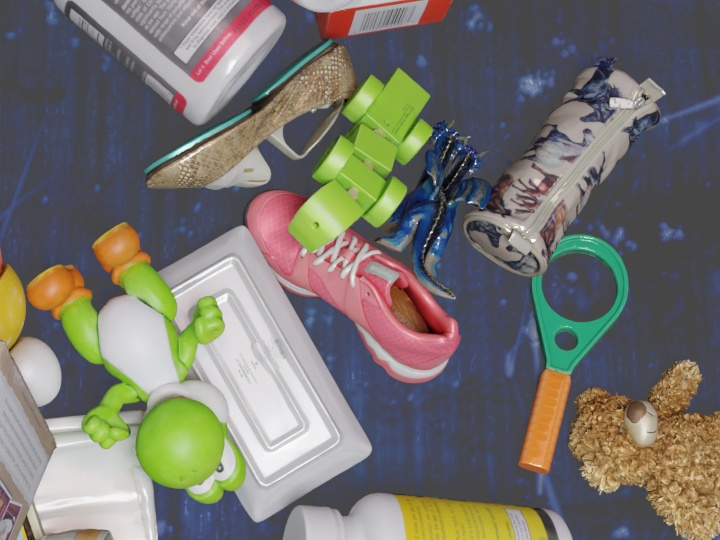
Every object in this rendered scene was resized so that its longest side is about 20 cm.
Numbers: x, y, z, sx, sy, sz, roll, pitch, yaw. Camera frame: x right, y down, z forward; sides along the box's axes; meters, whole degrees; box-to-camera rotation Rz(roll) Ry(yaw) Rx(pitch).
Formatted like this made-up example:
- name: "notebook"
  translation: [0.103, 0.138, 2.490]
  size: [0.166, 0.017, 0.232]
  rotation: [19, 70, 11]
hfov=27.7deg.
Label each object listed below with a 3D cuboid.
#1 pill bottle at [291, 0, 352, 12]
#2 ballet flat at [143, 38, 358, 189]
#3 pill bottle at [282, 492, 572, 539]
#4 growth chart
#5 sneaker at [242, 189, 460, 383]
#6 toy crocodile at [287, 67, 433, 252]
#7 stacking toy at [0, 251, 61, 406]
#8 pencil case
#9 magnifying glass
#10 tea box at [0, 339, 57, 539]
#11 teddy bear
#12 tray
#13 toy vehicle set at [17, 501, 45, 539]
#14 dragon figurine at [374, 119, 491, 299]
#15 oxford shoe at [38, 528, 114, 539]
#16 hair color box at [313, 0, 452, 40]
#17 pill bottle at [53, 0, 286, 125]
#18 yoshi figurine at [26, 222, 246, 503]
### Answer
- name: "pill bottle"
  translation: [-0.079, -0.288, 1.123]
  size: [0.200, 0.113, 0.112]
  rotation: [34, 63, 30]
- name: "ballet flat"
  translation: [-0.075, -0.105, 1.134]
  size: [0.200, 0.070, 0.066]
  rotation: [-38, 102, -20]
- name: "pill bottle"
  translation: [0.046, 0.219, 1.051]
  size: [0.198, 0.111, 0.112]
  rotation: [8, 72, -16]
- name: "growth chart"
  translation: [-0.204, 0.195, 1.030]
  size: [0.144, 0.018, 0.202]
  rotation: [2, 74, -17]
- name: "sneaker"
  translation: [0.000, 0.000, 1.113]
  size: [0.200, 0.087, 0.074]
  rotation: [39, 67, -3]
- name: "toy crocodile"
  translation: [0.004, -0.087, 1.117]
  size: [0.067, 0.062, 0.201]
  rotation: [37, 45, -12]
- name: "stacking toy"
  translation: [-0.282, 0.020, 1.011]
  size: [0.200, 0.146, 0.146]
  rotation: [48, 66, -16]
- name: "pencil case"
  translation: [0.165, -0.082, 1.188]
  size: [0.078, 0.089, 0.200]
  rotation: [41, 68, -3]
- name: "magnifying glass"
  translation: [0.163, 0.065, 1.174]
  size: [0.079, 0.022, 0.201]
  rotation: [16, 69, 5]
- name: "tea box"
  translation: [-0.312, 0.107, 0.897]
  size: [0.195, 0.200, 0.134]
  rotation: [18, 66, 5]
- name: "teddy bear"
  translation: [0.267, 0.146, 1.166]
  size: [0.199, 0.067, 0.146]
  rotation: [34, 65, -6]
- name: "tray"
  translation: [-0.083, 0.075, 1.087]
  size: [0.107, 0.022, 0.201]
  rotation: [-30, 85, -9]
- name: "toy vehicle set"
  translation: [-0.251, 0.258, 0.975]
  size: [0.123, 0.027, 0.201]
  rotation: [-20, 78, -11]
- name: "dragon figurine"
  translation: [0.061, -0.054, 1.120]
  size: [0.059, 0.200, 0.100]
  rotation: [31, 106, -10]
- name: "oxford shoe"
  translation: [-0.150, 0.256, 0.974]
  size: [0.057, 0.075, 0.201]
  rotation: [-24, 104, 14]
- name: "hair color box"
  translation: [0.000, -0.302, 1.208]
  size: [0.110, 0.064, 0.201]
  rotation: [-12, 77, -12]
- name: "pill bottle"
  translation: [-0.163, -0.214, 1.111]
  size: [0.200, 0.111, 0.111]
  rotation: [41, 67, -3]
- name: "yoshi figurine"
  translation: [-0.146, 0.072, 1.014]
  size: [0.112, 0.112, 0.201]
  rotation: [-29, 84, -48]
